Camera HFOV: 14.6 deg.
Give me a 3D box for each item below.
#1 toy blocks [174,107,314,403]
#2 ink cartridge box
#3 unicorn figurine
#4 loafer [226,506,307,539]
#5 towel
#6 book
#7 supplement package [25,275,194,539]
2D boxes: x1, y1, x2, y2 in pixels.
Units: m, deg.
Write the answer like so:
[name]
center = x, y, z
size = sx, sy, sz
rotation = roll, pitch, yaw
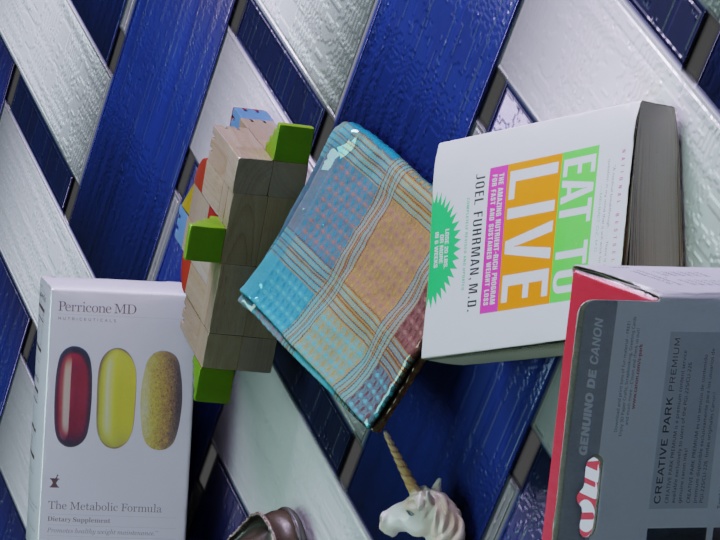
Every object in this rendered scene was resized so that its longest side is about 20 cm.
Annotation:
[toy blocks]
center = -0.088, -0.025, 1.950
size = 0.137, 0.099, 0.201
rotation = -128, 46, -65
[ink cartridge box]
center = 0.151, 0.102, 1.404
size = 0.084, 0.175, 0.201
rotation = 21, 107, 59
[unicorn figurine]
center = 0.023, 0.225, 1.738
size = 0.137, 0.074, 0.201
rotation = -45, 43, 40
[loafer]
center = -0.108, 0.242, 1.944
size = 0.200, 0.071, 0.073
rotation = -53, 43, 21
[towel]
center = 0.000, 0.000, 1.794
size = 0.147, 0.022, 0.200
rotation = -59, 35, 9
[book]
center = 0.108, -0.019, 1.614
size = 0.200, 0.048, 0.135
rotation = -10, 74, 57
[supplement package]
center = -0.183, 0.109, 2.051
size = 0.110, 0.113, 0.202
rotation = -156, 68, -78
